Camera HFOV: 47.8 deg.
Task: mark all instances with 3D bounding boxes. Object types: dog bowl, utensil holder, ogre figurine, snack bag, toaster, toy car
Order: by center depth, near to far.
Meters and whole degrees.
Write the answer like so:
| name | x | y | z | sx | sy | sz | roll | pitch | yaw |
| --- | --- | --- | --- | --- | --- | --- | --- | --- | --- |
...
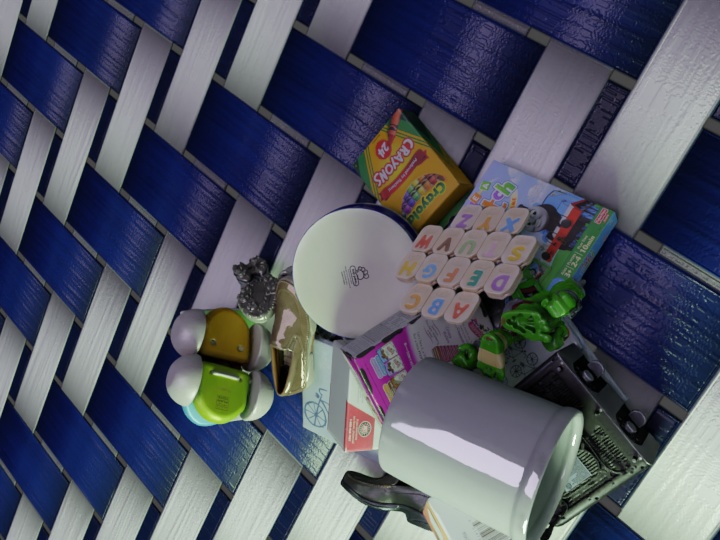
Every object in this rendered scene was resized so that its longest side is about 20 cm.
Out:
| name | x | y | z | sx | sy | sz | roll | pitch | yaw |
| --- | --- | --- | --- | --- | --- | --- | --- | --- | --- |
| utensil holder | 0.145 | 0.212 | 0.986 | 0.199 | 0.170 | 0.171 | 21 | 103 | 27 |
| ogre figurine | 0.212 | 0.064 | 1.026 | 0.098 | 0.120 | 0.200 | 41 | 133 | 20 |
| toaster | 0.269 | 0.223 | 1.082 | 0.200 | 0.118 | 0.181 | -47 | 72 | 28 |
| snack bag | 0.255 | 0.157 | 1.171 | 0.189 | 0.021 | 0.200 | -44 | 66 | 29 |
| dog bowl | 0.000 | 0.000 | 1.230 | 0.199 | 0.079 | 0.201 | 2 | 99 | 10 |
| snack bag | -0.030 | 0.205 | 1.346 | 0.188 | 0.021 | 0.201 | 17 | 119 | 37 |
| toy car | -0.245 | 0.169 | 1.354 | 0.150 | 0.174 | 0.201 | -40 | 42 | 43 |

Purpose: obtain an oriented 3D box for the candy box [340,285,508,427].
| name | x | y | z | sx | sy | sz | roll | pitch | yaw |
| --- | --- | --- | --- | --- | --- | --- | --- | --- | --- |
| candy box | 0.090 | 0.117 | 1.121 | 0.137 | 0.199 | 0.061 | 65 | 165 | -19 |

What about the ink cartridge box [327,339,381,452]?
| name | x | y | z | sx | sy | sz | roll | pitch | yaw |
| --- | --- | --- | --- | --- | --- | --- | --- | --- | --- |
| ink cartridge box | 0.060 | 0.179 | 1.199 | 0.083 | 0.199 | 0.146 | -155 | 67 | -67 |

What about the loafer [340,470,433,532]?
| name | x | y | z | sx | sy | sz | roll | pitch | yaw |
| --- | --- | --- | --- | --- | --- | --- | --- | --- | --- |
| loafer | 0.061 | 0.349 | 1.297 | 0.199 | 0.073 | 0.073 | 13 | 91 | 27 |

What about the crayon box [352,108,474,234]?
| name | x | y | z | sx | sy | sz | roll | pitch | yaw |
| --- | --- | --- | --- | --- | --- | --- | --- | --- | --- |
| crayon box | 0.088 | -0.138 | 1.271 | 0.127 | 0.051 | 0.200 | -49 | 64 | 27 |

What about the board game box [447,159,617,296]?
| name | x | y | z | sx | sy | sz | roll | pitch | yaw |
| --- | --- | --- | --- | --- | --- | --- | --- | --- | --- |
| board game box | 0.231 | -0.053 | 1.138 | 0.200 | 0.037 | 0.152 | 30 | 82 | 34 |

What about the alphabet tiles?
| name | x | y | z | sx | sy | sz | roll | pitch | yaw |
| --- | --- | --- | --- | --- | --- | --- | --- | --- | --- |
| alphabet tiles | 0.139 | -0.015 | 1.092 | 0.199 | 0.015 | 0.196 | 10 | 58 | 46 |

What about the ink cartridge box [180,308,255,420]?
| name | x | y | z | sx | sy | sz | roll | pitch | yaw |
| --- | --- | --- | --- | --- | --- | --- | --- | --- | --- |
| ink cartridge box | -0.260 | 0.172 | 1.508 | 0.145 | 0.084 | 0.201 | -4 | 89 | 47 |

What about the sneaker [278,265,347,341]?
| name | x | y | z | sx | sy | sz | roll | pitch | yaw |
| --- | --- | --- | --- | --- | --- | --- | --- | --- | --- |
| sneaker | -0.079 | 0.077 | 1.381 | 0.074 | 0.088 | 0.200 | -47 | 66 | 26 |

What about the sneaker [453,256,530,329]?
| name | x | y | z | sx | sy | sz | roll | pitch | yaw |
| --- | --- | --- | --- | --- | --- | --- | --- | --- | --- |
| sneaker | 0.193 | 0.011 | 1.188 | 0.082 | 0.073 | 0.200 | -39 | 57 | 7 |

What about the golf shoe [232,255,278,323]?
| name | x | y | z | sx | sy | sz | roll | pitch | yaw |
| --- | --- | --- | --- | --- | --- | --- | --- | --- | --- |
| golf shoe | -0.169 | 0.053 | 1.416 | 0.078 | 0.200 | 0.098 | -19 | 117 | -2 |

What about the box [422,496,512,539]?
| name | x | y | z | sx | sy | sz | roll | pitch | yaw |
| --- | --- | --- | --- | --- | --- | --- | --- | --- | --- |
| box | 0.169 | 0.367 | 1.119 | 0.106 | 0.200 | 0.153 | -27 | 70 | -8 |

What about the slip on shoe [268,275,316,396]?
| name | x | y | z | sx | sy | sz | roll | pitch | yaw |
| --- | --- | --- | --- | --- | --- | --- | --- | --- | --- |
| slip on shoe | -0.118 | 0.109 | 1.316 | 0.076 | 0.060 | 0.201 | 19 | 118 | 38 |
